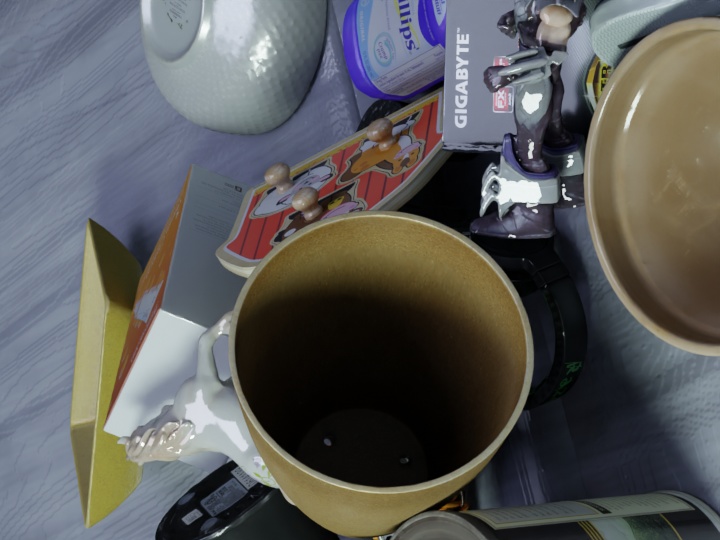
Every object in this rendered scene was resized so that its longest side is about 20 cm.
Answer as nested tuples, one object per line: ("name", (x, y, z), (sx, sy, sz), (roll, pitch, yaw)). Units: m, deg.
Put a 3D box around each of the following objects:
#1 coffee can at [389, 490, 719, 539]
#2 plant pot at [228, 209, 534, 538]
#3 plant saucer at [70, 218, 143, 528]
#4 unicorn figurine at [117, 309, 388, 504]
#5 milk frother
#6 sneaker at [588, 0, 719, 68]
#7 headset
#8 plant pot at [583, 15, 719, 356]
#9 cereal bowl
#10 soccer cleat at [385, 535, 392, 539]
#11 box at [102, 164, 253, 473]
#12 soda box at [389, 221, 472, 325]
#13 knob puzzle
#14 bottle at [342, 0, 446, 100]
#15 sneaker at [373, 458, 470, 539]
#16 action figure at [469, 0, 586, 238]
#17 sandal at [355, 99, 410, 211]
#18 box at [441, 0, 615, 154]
("coffee can", (0.127, 0.217, 1.584), (0.146, 0.199, 0.148), (3, 93, 52))
("plant pot", (0.005, 0.091, 1.605), (0.200, 0.185, 0.188), (100, 152, -62))
("plant saucer", (-0.204, 0.083, 2.088), (0.200, 0.048, 0.202), (-114, 29, -67))
("unicorn figurine", (-0.086, 0.099, 1.759), (0.199, 0.074, 0.138), (28, 80, 42))
("milk frother", (-0.017, 0.204, 1.842), (0.189, 0.199, 0.181), (58, -172, -17))
("sneaker", (0.229, -0.182, 1.525), (0.199, 0.073, 0.071), (-11, 50, 28))
("headset", (0.094, -0.002, 1.747), (0.201, 0.094, 0.124), (57, 140, 15))
("plant pot", (0.235, -0.053, 1.518), (0.200, 0.092, 0.203), (9, 102, 48))
("cereal bowl", (-0.116, -0.207, 1.992), (0.199, 0.083, 0.202), (2, 93, 54))
("soccer cleat", (0.063, 0.206, 1.671), (0.068, 0.199, 0.074), (-5, 91, 39))
("box", (-0.117, 0.035, 1.910), (0.201, 0.097, 0.125), (-84, 18, -56))
("soda box", (0.000, 0.000, 1.751), (0.199, 0.063, 0.071), (2, 94, 59))
("knob puzzle", (-0.020, -0.059, 1.746), (0.219, 0.220, 0.031), (-5, 123, 53))
("bottle", (0.066, -0.185, 1.765), (0.199, 0.065, 0.084), (-24, 67, 50))
("sneaker", (0.041, 0.131, 1.766), (0.077, 0.078, 0.202), (-10, 101, 59))
("action figure", (0.108, -0.122, 1.552), (0.069, 0.130, 0.202), (7, 118, 13))
("sandal", (0.006, -0.027, 1.872), (0.075, 0.048, 0.202), (34, 105, 48))
("box", (0.135, -0.175, 1.638), (0.158, 0.046, 0.202), (4, 94, 24))
